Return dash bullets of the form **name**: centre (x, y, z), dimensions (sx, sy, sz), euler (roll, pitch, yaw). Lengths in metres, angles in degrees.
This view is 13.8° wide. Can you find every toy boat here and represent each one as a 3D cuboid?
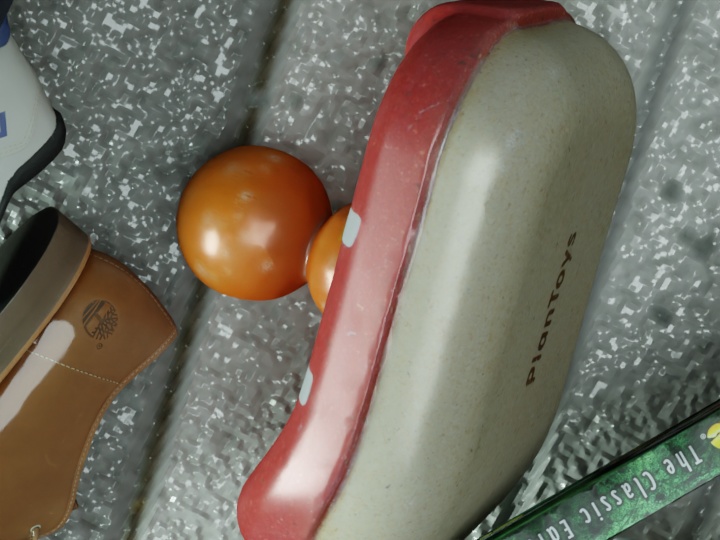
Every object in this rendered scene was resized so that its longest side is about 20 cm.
- **toy boat**: centre (0.000, 0.000, 0.963), dimensions (0.131, 0.130, 0.200), euler (20, 104, 19)

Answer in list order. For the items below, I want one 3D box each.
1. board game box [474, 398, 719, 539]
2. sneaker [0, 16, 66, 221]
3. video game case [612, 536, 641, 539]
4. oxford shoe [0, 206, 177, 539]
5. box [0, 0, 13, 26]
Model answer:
- **board game box**: centre (0.097, 0.068, 0.988), dimensions (0.200, 0.105, 0.023), euler (-30, 88, 3)
- **sneaker**: centre (-0.175, -0.018, 0.934), dimensions (0.199, 0.081, 0.115), euler (-24, 125, 12)
- **video game case**: centre (0.127, 0.167, 1.006), dimensions (0.200, 0.017, 0.143), euler (13, 102, -44)
- **oxford shoe**: centre (-0.136, 0.078, 0.983), dimensions (0.071, 0.071, 0.200), euler (37, 99, -22)
- **box**: centre (-0.189, -0.088, 0.775), dimensions (0.182, 0.104, 0.200), euler (28, 98, 0)
